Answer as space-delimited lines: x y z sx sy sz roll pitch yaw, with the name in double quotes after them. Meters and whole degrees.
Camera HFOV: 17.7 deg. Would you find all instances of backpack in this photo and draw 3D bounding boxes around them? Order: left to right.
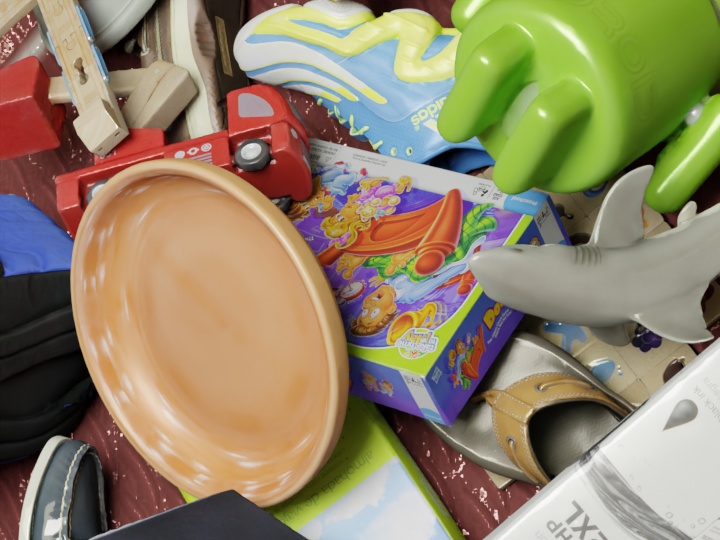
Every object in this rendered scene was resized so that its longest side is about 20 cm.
-0.254 0.026 1.360 0.168 0.199 0.163 46 126 33 "backpack"

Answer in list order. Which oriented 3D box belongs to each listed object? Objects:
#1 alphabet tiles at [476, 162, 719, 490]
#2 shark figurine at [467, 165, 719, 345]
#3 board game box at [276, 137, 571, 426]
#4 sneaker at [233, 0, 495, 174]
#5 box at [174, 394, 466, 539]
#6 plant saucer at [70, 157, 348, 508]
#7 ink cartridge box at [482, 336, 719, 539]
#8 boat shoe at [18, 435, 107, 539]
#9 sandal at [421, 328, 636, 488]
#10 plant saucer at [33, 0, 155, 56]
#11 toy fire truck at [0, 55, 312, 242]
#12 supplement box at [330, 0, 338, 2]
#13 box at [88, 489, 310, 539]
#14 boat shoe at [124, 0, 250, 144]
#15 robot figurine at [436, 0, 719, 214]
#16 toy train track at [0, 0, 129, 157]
0.109 0.024 1.312 0.166 0.006 0.200 -39 60 6 "alphabet tiles"
0.178 -0.007 1.210 0.214 0.128 0.090 -31 40 4 "shark figurine"
0.000 0.000 1.308 0.199 0.045 0.135 15 58 37 "board game box"
0.011 -0.101 1.365 0.199 0.076 0.106 1 72 24 "sneaker"
-0.016 0.148 1.296 0.122 0.048 0.200 -39 59 7 "box"
-0.079 0.032 1.271 0.200 0.037 0.201 18 119 37 "plant saucer"
0.173 0.137 1.168 0.200 0.084 0.145 -41 84 5 "ink cartridge box"
-0.161 0.194 1.330 0.062 0.075 0.201 -5 70 24 "boat shoe"
0.110 0.095 1.246 0.200 0.055 0.082 39 91 24 "sandal"
-0.164 -0.232 1.457 0.200 0.050 0.201 -34 44 41 "plant saucer"
-0.129 -0.079 1.365 0.199 0.049 0.141 -15 48 8 "toy fire truck"
0.019 -0.272 1.362 0.200 0.131 0.103 -35 19 -2 "supplement box"
-0.055 0.253 1.190 0.200 0.117 0.197 29 116 31 "box"
-0.117 -0.153 1.445 0.075 0.075 0.203 -16 65 24 "boat shoe"
0.131 -0.118 1.264 0.175 0.116 0.200 42 50 15 "robot figurine"
-0.183 -0.151 1.367 0.115 0.032 0.200 -39 54 20 "toy train track"
